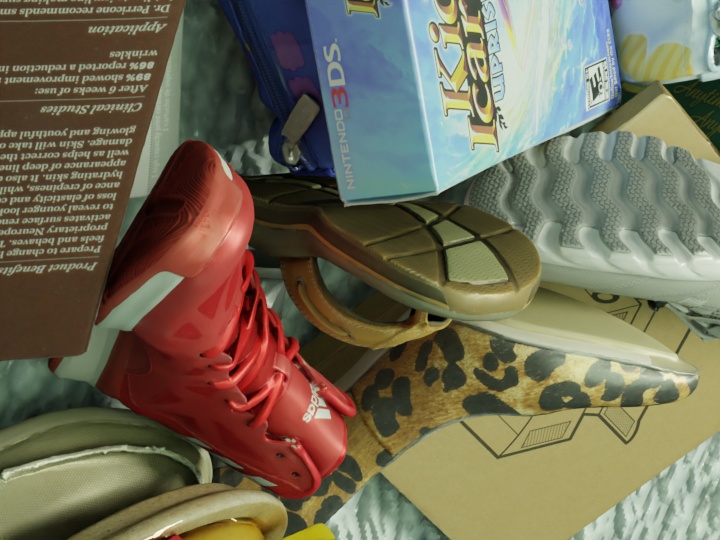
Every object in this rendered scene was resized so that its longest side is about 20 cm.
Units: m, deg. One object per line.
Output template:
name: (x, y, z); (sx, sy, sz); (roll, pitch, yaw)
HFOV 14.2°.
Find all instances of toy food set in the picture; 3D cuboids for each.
toy food set: (-0.105, 0.150, 1.098); (0.200, 0.049, 0.198); (-16, 153, -48)

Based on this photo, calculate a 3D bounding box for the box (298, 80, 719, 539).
box: (0.091, 0.031, 1.228); (0.200, 0.021, 0.163); (-37, 126, 12)

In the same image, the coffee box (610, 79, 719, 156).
coffee box: (0.210, -0.028, 1.286); (0.200, 0.123, 0.044); (36, 86, -38)

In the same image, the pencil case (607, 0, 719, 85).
pencil case: (0.127, -0.175, 1.186); (0.083, 0.091, 0.200); (-7, 101, 9)

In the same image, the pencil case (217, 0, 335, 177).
pencil case: (-0.029, -0.126, 1.111); (0.087, 0.078, 0.200); (-49, 128, -42)

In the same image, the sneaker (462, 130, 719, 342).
sneaker: (0.136, 0.001, 1.160); (0.200, 0.075, 0.082); (7, 134, -10)

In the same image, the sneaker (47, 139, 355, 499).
sneaker: (-0.040, 0.021, 1.062); (0.115, 0.200, 0.078); (30, 74, -6)

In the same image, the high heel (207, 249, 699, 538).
high heel: (0.031, 0.075, 1.165); (0.071, 0.200, 0.143); (-50, 148, -71)

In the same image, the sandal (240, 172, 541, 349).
sandal: (0.000, 0.000, 1.093); (0.080, 0.200, 0.054); (-3, 101, -33)

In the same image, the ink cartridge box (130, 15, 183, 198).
ink cartridge box: (-0.163, -0.073, 1.046); (0.200, 0.059, 0.104); (-8, 110, -33)

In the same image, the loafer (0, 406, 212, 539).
loafer: (-0.142, 0.105, 1.103); (0.200, 0.068, 0.076); (-9, 126, -28)

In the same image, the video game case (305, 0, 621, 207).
video game case: (0.035, -0.141, 1.101); (0.181, 0.045, 0.200); (-26, 109, -58)

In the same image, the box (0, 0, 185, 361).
box: (-0.124, -0.059, 0.939); (0.100, 0.075, 0.200); (-3, 136, -25)
